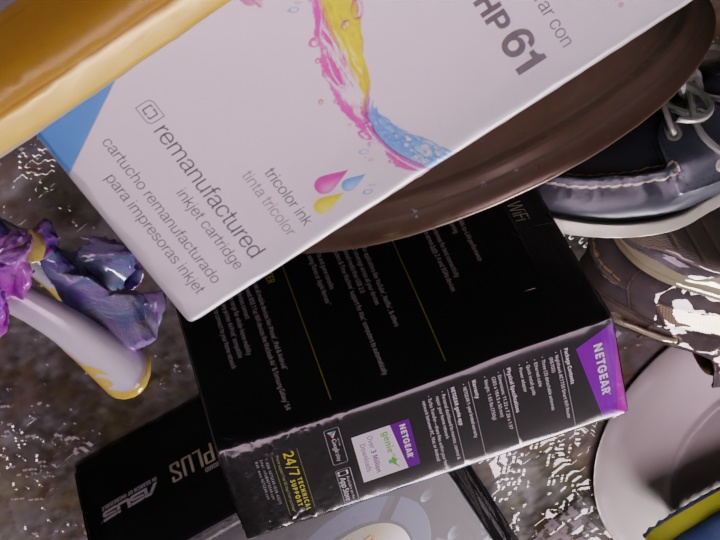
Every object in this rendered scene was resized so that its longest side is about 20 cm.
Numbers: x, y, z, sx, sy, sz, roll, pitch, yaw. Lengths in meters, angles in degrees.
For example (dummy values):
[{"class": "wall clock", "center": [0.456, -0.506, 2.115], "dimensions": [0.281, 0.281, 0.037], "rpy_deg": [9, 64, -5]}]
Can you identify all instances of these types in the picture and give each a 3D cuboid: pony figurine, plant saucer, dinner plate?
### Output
[{"class": "pony figurine", "center": [-0.168, -0.013, 0.737], "dimensions": [0.193, 0.167, 0.200], "rpy_deg": [-11, 147, 36]}, {"class": "plant saucer", "center": [0.034, -0.071, 0.735], "dimensions": [0.200, 0.200, 0.030], "rpy_deg": [-24, 114, 2]}, {"class": "dinner plate", "center": [0.219, 0.093, 1.026], "dimensions": [0.199, 0.024, 0.201], "rpy_deg": [-8, 129, -10]}]

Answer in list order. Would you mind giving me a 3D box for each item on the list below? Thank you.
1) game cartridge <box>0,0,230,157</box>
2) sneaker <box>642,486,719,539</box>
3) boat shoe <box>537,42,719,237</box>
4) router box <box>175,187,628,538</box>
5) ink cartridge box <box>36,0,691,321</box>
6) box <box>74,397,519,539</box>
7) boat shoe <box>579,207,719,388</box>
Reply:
[{"class": "game cartridge", "center": [-0.091, -0.139, 0.555], "dimensions": [0.200, 0.177, 0.032], "rpy_deg": [-34, 159, 9]}, {"class": "sneaker", "center": [0.242, 0.119, 0.975], "dimensions": [0.200, 0.079, 0.066], "rpy_deg": [-31, 160, 9]}, {"class": "boat shoe", "center": [0.154, -0.061, 0.853], "dimensions": [0.199, 0.075, 0.062], "rpy_deg": [-8, 130, -13]}, {"class": "router box", "center": [0.000, 0.000, 0.770], "dimensions": [0.149, 0.200, 0.051], "rpy_deg": [-18, 129, -3]}, {"class": "ink cartridge box", "center": [-0.016, -0.103, 0.622], "dimensions": [0.200, 0.085, 0.145], "rpy_deg": [-33, 119, 7]}, {"class": "box", "center": [-0.015, 0.143, 0.949], "dimensions": [0.163, 0.086, 0.200], "rpy_deg": [-28, 129, 4]}, {"class": "boat shoe", "center": [0.184, 0.015, 0.933], "dimensions": [0.200, 0.075, 0.073], "rpy_deg": [23, 131, -25]}]
